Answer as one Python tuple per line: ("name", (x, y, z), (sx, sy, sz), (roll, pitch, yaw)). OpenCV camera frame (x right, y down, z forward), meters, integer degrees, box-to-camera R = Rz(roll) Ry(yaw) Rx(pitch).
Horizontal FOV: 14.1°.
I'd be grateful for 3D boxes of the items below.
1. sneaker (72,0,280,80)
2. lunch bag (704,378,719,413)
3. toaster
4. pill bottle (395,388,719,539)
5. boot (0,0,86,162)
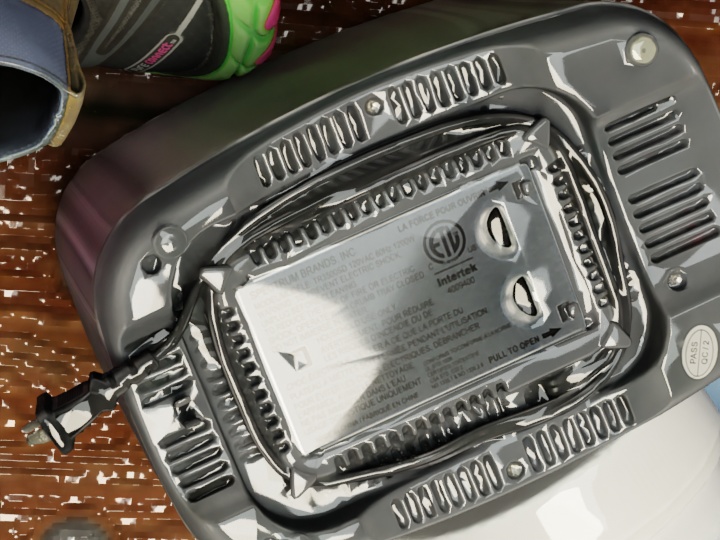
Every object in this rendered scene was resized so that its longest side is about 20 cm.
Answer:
("sneaker", (-0.072, -0.125, 0.732), (0.084, 0.077, 0.200), (-11, 128, 0))
("lunch bag", (0.177, 0.024, 0.854), (0.200, 0.094, 0.151), (-25, 107, 8))
("toaster", (0.000, 0.000, 0.770), (0.200, 0.129, 0.114), (-25, 105, -9))
("pill bottle", (0.097, 0.126, 0.812), (0.116, 0.116, 0.200), (-35, 104, -6))
("boot", (-0.154, -0.071, 0.648), (0.200, 0.097, 0.075), (-2, 139, -19))
